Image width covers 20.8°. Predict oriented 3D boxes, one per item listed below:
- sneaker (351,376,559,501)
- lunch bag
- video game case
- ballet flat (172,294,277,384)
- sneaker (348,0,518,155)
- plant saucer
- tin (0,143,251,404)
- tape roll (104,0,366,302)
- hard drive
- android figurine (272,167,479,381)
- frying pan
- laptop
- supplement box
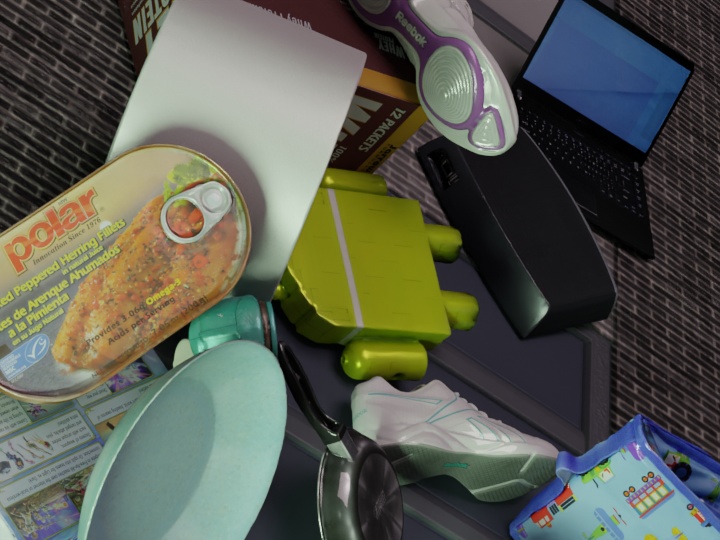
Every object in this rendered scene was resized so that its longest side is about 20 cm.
[{"bbox_3d":[0.076,0.124,1.502,0.199,0.070,0.081,16,43,-37],"label":"sneaker"},{"bbox_3d":[0.222,0.208,1.505,0.199,0.150,0.094,38,36,-14],"label":"lunch bag"},{"bbox_3d":[-0.206,0.086,1.258,0.182,0.045,0.199,54,35,10],"label":"video game case"},{"bbox_3d":[-0.092,0.061,1.334,0.070,0.200,0.068,-6,74,-4],"label":"ballet flat"},{"bbox_3d":[0.073,-0.183,1.553,0.099,0.075,0.201,-17,71,-53],"label":"sneaker"},{"bbox_3d":[-0.119,0.130,1.217,0.038,0.203,0.200,23,26,27],"label":"plant saucer"},{"bbox_3d":[-0.160,0.002,1.227,0.199,0.042,0.113,-35,93,-18],"label":"tin"},{"bbox_3d":[-0.095,-0.084,1.367,0.138,0.204,0.203,22,39,-5],"label":"tape roll"},{"bbox_3d":[0.145,-0.041,1.750,0.134,0.042,0.201,-9,63,-44],"label":"hard drive"},{"bbox_3d":[0.000,0.000,1.542,0.198,0.041,0.184,3,62,-35],"label":"android figurine"},{"bbox_3d":[-0.006,0.130,1.374,0.115,0.031,0.192,-24,105,-65],"label":"frying pan"},{"bbox_3d":[0.242,-0.144,1.904,0.176,0.103,0.201,28,40,-25],"label":"laptop"},{"bbox_3d":[-0.072,-0.187,1.584,0.196,0.133,0.201,13,47,-39],"label":"supplement box"}]
